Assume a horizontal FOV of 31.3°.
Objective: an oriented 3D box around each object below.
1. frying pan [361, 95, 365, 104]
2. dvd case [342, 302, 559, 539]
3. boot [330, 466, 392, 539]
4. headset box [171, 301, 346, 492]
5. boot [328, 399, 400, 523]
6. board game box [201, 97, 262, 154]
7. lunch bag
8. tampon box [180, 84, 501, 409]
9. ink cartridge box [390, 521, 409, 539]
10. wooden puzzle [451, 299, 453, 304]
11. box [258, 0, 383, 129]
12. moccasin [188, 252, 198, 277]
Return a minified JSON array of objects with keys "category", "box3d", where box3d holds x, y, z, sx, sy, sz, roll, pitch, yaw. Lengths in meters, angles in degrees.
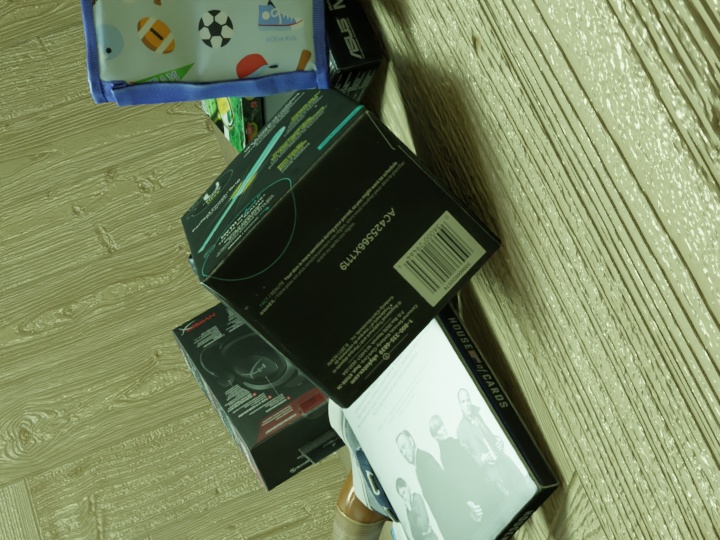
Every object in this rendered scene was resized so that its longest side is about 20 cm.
[{"category":"frying pan","box3d":[-0.013,-0.132,1.067,0.192,0.031,0.115,68,158,5]},{"category":"dvd case","box3d":[0.054,0.118,0.958,0.201,0.025,0.151,61,137,29]},{"category":"boot","box3d":[0.047,0.210,1.398,0.073,0.200,0.156,26,118,18]},{"category":"headset box","box3d":[-0.071,0.103,1.240,0.200,0.148,0.078,49,164,40]},{"category":"boot","box3d":[0.034,0.161,1.155,0.090,0.073,0.201,28,150,34]},{"category":"board game box","box3d":[-0.115,-0.205,1.082,0.105,0.023,0.202,45,146,46]},{"category":"lunch bag","box3d":[-0.105,-0.210,0.883,0.124,0.168,0.203,83,-178,-71]},{"category":"tampon box","box3d":[-0.023,-0.028,0.870,0.126,0.150,0.200,43,-177,-18]},{"category":"ink cartridge box","box3d":[0.103,0.335,1.292,0.145,0.083,0.202,91,158,-73]},{"category":"wooden puzzle","box3d":[0.000,0.000,1.084,0.199,0.046,0.186,27,151,26]},{"category":"box","box3d":[-0.060,-0.199,1.040,0.200,0.047,0.195,128,124,-64]},{"category":"moccasin","box3d":[-0.084,-0.065,1.210,0.068,0.201,0.080,39,172,-27]}]
